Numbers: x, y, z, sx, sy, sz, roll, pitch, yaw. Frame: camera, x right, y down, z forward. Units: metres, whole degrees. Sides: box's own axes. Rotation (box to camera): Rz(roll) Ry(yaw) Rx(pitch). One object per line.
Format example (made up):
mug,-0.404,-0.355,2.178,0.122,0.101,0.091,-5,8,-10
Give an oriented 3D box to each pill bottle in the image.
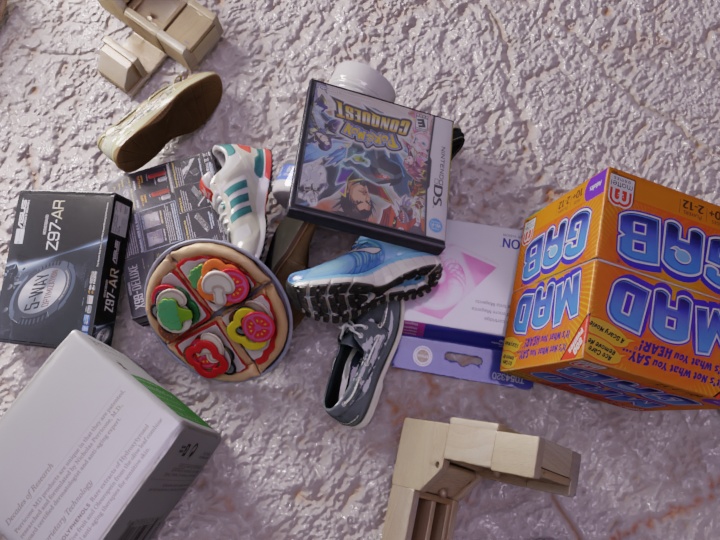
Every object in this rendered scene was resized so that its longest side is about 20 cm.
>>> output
pill bottle,-0.031,-0.168,0.920,0.111,0.114,0.204,22,76,8

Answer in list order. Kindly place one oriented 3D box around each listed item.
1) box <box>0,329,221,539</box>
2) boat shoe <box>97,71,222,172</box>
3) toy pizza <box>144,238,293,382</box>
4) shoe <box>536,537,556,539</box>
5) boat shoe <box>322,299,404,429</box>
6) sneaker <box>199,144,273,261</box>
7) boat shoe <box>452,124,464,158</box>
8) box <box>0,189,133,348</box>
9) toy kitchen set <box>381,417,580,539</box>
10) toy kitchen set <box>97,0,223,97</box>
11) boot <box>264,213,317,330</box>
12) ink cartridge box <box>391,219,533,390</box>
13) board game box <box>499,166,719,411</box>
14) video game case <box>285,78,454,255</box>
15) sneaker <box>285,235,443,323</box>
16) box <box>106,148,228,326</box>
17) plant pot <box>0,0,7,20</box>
box,-0.296,0.215,0.782,0.169,0.200,0.202,34,76,11
boat shoe,-0.278,-0.221,0.955,0.062,0.074,0.200,33,60,24
toy pizza,-0.179,0.058,0.844,0.194,0.032,0.206,5,117,9
shoe,0.162,0.374,0.779,0.196,0.091,0.073,-29,75,-6
boat shoe,0.003,0.093,0.862,0.061,0.072,0.206,25,75,-38
sneaker,-0.167,-0.078,0.884,0.091,0.071,0.205,11,62,-17
boat shoe,0.080,-0.117,0.912,0.198,0.075,0.066,-38,67,-23
box,-0.389,0.000,0.895,0.155,0.043,0.207,4,81,18
toy kitchen set,0.154,0.281,0.774,0.161,0.197,0.186,26,70,-35
toy kitchen set,-0.334,-0.373,0.951,0.198,0.181,0.165,35,79,15
boot,-0.084,-0.004,0.867,0.074,0.074,0.203,21,115,-19
ink cartridge box,0.147,0.039,0.897,0.190,0.043,0.206,8,74,4
board game box,0.304,0.036,0.788,0.194,0.200,0.206,16,75,-9
video game case,0.018,-0.128,0.834,0.194,0.026,0.186,13,66,-13
sneaker,0.000,0.000,0.849,0.194,0.079,0.091,-12,52,-14
box,-0.248,-0.045,0.928,0.153,0.050,0.205,-17,75,-2
plant pot,-0.652,-0.436,0.988,0.171,0.201,0.204,21,75,25
